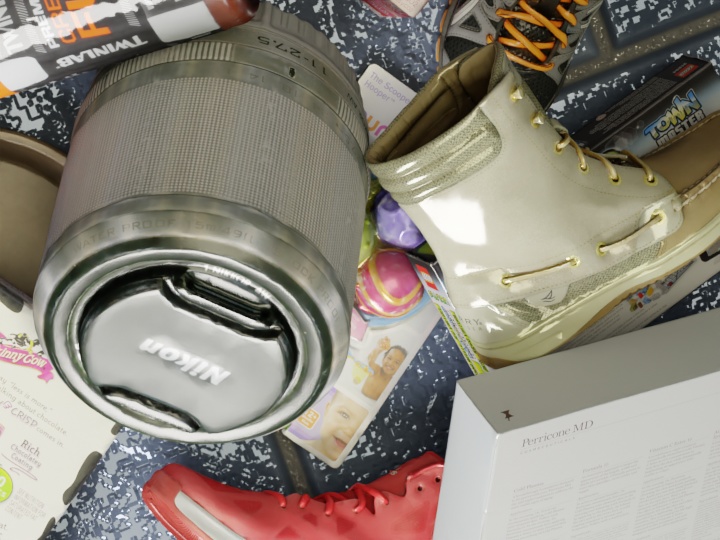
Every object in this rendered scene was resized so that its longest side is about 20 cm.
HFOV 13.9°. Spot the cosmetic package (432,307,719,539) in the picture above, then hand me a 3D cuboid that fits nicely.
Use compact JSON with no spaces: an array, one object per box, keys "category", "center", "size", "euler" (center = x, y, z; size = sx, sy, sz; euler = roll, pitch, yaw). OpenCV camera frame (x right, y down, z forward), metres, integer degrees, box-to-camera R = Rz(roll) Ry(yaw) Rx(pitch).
[{"category":"cosmetic package","center":[0.139,0.106,1.607],"size":[0.200,0.052,0.151],"euler":[-14,135,-25]}]

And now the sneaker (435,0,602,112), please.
[{"category":"sneaker","center":[0.101,-0.158,1.622],"size":[0.078,0.077,0.200],"euler":[21,93,-13]}]

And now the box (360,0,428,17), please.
[{"category":"box","center":[-0.028,-0.232,1.579],"size":[0.200,0.103,0.095],"euler":[38,89,-10]}]

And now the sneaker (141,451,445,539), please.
[{"category":"sneaker","center":[-0.018,0.133,1.642],"size":[0.200,0.078,0.116],"euler":[35,81,-23]}]

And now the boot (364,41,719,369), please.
[{"category":"boot","center":[0.113,-0.061,1.559],"size":[0.200,0.072,0.155],"euler":[-36,117,-8]}]

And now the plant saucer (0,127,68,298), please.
[{"category":"plant saucer","center":[-0.215,0.020,1.610],"size":[0.200,0.029,0.201],"euler":[-1,95,-10]}]

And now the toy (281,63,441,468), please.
[{"category":"toy","center":[0.000,0.000,1.635],"size":[0.115,0.047,0.200],"euler":[35,90,-13]}]

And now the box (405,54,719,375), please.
[{"category":"box","center":[0.135,-0.019,1.640],"size":[0.200,0.035,0.110],"euler":[-35,112,-13]}]

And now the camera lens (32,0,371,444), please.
[{"category":"camera lens","center":[-0.078,-0.023,1.519],"size":[0.160,0.200,0.160],"euler":[3,134,4]}]

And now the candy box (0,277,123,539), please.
[{"category":"candy box","center":[-0.225,0.102,1.571],"size":[0.136,0.061,0.200],"euler":[36,90,-11]}]

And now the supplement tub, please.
[{"category":"supplement tub","center":[-0.158,-0.149,1.492],"size":[0.200,0.107,0.107],"euler":[-17,99,10]}]
